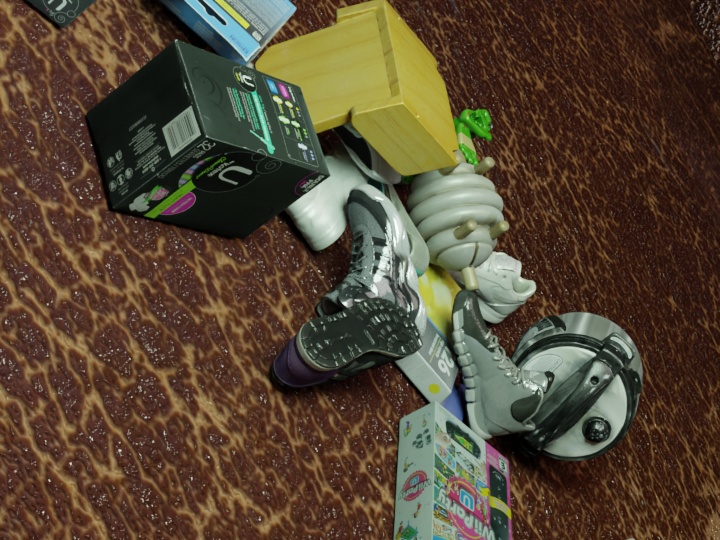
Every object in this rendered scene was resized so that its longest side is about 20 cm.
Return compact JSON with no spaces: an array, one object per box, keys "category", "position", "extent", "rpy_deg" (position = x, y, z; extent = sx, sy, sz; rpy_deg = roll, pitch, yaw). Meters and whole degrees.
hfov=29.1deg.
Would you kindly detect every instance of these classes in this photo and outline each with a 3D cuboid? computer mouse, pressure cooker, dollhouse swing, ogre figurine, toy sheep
[{"category":"computer mouse","position":[-0.002,-0.187,1.759],"extent":[0.110,0.044,0.200],"rpy_deg":[5,40,-50]},{"category":"pressure cooker","position":[0.284,0.155,1.831],"extent":[0.200,0.178,0.176],"rpy_deg":[-41,130,-70]},{"category":"dollhouse swing","position":[-0.006,-0.203,1.710],"extent":[0.182,0.176,0.200],"rpy_deg":[43,27,-41]},{"category":"ogre figurine","position":[0.110,-0.172,1.952],"extent":[0.098,0.120,0.200],"rpy_deg":[49,32,-24]},{"category":"toy sheep","position":[0.125,-0.069,1.787],"extent":[0.138,0.138,0.200],"rpy_deg":[18,58,-49]}]

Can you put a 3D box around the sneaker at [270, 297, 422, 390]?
[{"category":"sneaker","position":[-0.020,0.086,1.540],"extent":[0.200,0.088,0.076],"rpy_deg":[-6,63,-47]}]

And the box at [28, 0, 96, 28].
[{"category":"box","position":[-0.320,-0.384,1.497],"extent":[0.132,0.115,0.200],"rpy_deg":[38,34,-31]}]

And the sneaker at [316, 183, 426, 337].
[{"category":"sneaker","position":[0.000,0.000,1.621],"extent":[0.114,0.075,0.200],"rpy_deg":[-15,85,-32]}]

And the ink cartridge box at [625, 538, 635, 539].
[{"category":"ink cartridge box","position":[0.396,0.483,1.852],"extent":[0.200,0.050,0.162],"rpy_deg":[48,31,-12]}]

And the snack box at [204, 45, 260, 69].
[{"category":"snack box","position":[-0.122,-0.234,1.750],"extent":[0.200,0.024,0.072],"rpy_deg":[2,60,-56]}]

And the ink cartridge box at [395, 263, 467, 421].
[{"category":"ink cartridge box","position":[0.095,0.077,1.776],"extent":[0.200,0.047,0.198],"rpy_deg":[48,30,-14]}]

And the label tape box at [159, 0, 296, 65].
[{"category":"label tape box","position":[-0.173,-0.317,1.680],"extent":[0.143,0.066,0.200],"rpy_deg":[42,31,-8]}]

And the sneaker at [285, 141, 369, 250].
[{"category":"sneaker","position":[-0.054,-0.127,1.707],"extent":[0.116,0.074,0.200],"rpy_deg":[49,32,-23]}]

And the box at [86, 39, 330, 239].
[{"category":"box","position":[-0.159,-0.133,1.473],"extent":[0.200,0.148,0.125],"rpy_deg":[13,51,-52]}]

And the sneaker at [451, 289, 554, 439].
[{"category":"sneaker","position":[0.184,0.114,1.737],"extent":[0.075,0.115,0.200],"rpy_deg":[-51,133,-64]}]

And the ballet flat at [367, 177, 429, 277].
[{"category":"ballet flat","position":[0.031,-0.065,1.768],"extent":[0.064,0.067,0.200],"rpy_deg":[31,26,-46]}]

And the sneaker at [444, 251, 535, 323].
[{"category":"sneaker","position":[0.158,-0.009,1.894],"extent":[0.200,0.100,0.075],"rpy_deg":[36,37,-33]}]

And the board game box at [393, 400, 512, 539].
[{"category":"board game box","position":[0.108,0.273,1.594],"extent":[0.147,0.064,0.200],"rpy_deg":[40,35,-30]}]
